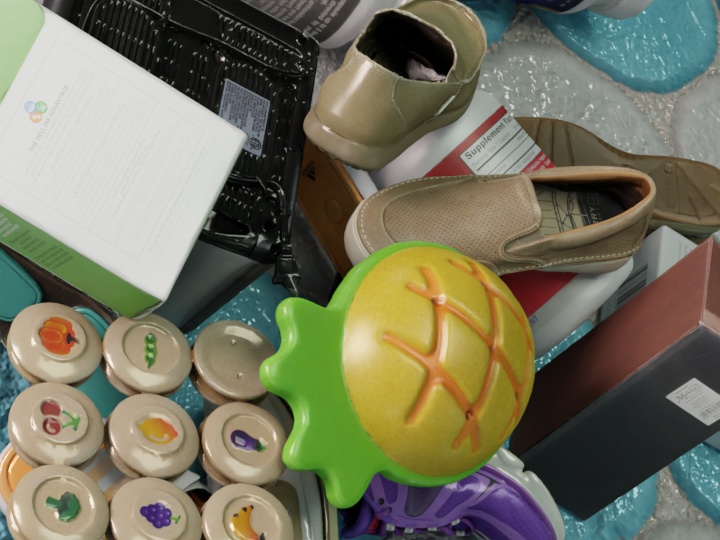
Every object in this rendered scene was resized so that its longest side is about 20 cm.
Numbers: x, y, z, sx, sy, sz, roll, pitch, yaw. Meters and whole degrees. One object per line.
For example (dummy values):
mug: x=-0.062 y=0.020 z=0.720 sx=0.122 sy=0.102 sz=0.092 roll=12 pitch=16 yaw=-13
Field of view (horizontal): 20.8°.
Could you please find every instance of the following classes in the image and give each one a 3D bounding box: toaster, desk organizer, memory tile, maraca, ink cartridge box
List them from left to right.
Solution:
ink cartridge box: x=-0.169 y=-0.072 z=1.005 sx=0.199 sy=0.059 sz=0.104 roll=32 pitch=69 yaw=-16
toaster: x=-0.127 y=-0.076 z=1.148 sx=0.180 sy=0.119 sz=0.201 roll=24 pitch=50 yaw=-22
memory tile: x=-0.105 y=0.105 z=0.998 sx=0.152 sy=0.017 sz=0.201 roll=9 pitch=52 yaw=-22
maraca: x=0.023 y=0.056 z=1.088 sx=0.199 sy=0.107 sz=0.138 roll=-17 pitch=88 yaw=-45
desk organizer: x=0.178 y=0.070 z=1.232 sx=0.071 sy=0.200 sz=0.077 roll=31 pitch=46 yaw=-16

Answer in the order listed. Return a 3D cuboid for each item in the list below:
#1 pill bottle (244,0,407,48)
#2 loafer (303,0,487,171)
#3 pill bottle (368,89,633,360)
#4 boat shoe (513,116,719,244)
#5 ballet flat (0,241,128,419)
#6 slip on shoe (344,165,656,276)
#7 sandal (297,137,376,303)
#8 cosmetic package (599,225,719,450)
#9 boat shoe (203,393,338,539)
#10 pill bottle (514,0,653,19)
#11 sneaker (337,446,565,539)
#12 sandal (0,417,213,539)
pill bottle: x=-0.039 y=-0.219 z=1.312 sx=0.199 sy=0.114 sz=0.114 roll=27 pitch=49 yaw=-22
loafer: x=0.034 y=-0.124 z=1.186 sx=0.076 sy=0.068 sz=0.200 roll=32 pitch=35 yaw=3
pill bottle: x=0.076 y=-0.043 z=1.287 sx=0.200 sy=0.112 sz=0.112 roll=48 pitch=45 yaw=-1
boat shoe: x=0.165 y=-0.054 z=1.399 sx=0.199 sy=0.065 sz=0.072 roll=15 pitch=61 yaw=-8
ballet flat: x=-0.175 y=0.016 z=1.078 sx=0.200 sy=0.068 sz=0.075 roll=49 pitch=19 yaw=-25
slip on shoe: x=0.088 y=-0.031 z=1.183 sx=0.199 sy=0.061 sz=0.076 roll=1 pitch=59 yaw=-22
sandal: x=-0.004 y=0.004 z=1.218 sx=0.059 sy=0.079 sz=0.207 roll=-23 pitch=71 yaw=-38
cosmetic package: x=0.265 y=0.066 z=1.391 sx=0.199 sy=0.071 sz=0.102 roll=30 pitch=48 yaw=-19
boat shoe: x=-0.056 y=0.147 z=1.089 sx=0.068 sy=0.075 sz=0.201 roll=1 pitch=62 yaw=-41
pill bottle: x=0.130 y=-0.258 z=1.466 sx=0.199 sy=0.116 sz=0.116 roll=13 pitch=55 yaw=-31
sneaker: x=0.027 y=0.134 z=1.177 sx=0.199 sy=0.081 sz=0.084 roll=26 pitch=62 yaw=-10
sandal: x=-0.100 y=0.139 z=1.026 sx=0.206 sy=0.059 sz=0.079 roll=32 pitch=75 yaw=8
